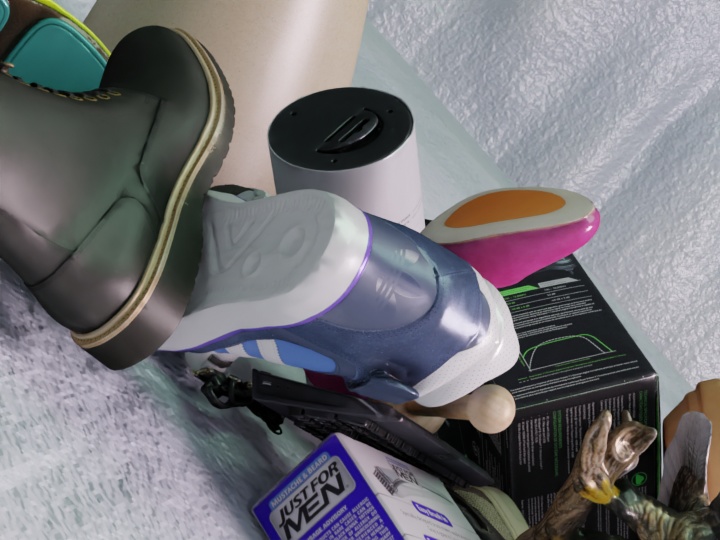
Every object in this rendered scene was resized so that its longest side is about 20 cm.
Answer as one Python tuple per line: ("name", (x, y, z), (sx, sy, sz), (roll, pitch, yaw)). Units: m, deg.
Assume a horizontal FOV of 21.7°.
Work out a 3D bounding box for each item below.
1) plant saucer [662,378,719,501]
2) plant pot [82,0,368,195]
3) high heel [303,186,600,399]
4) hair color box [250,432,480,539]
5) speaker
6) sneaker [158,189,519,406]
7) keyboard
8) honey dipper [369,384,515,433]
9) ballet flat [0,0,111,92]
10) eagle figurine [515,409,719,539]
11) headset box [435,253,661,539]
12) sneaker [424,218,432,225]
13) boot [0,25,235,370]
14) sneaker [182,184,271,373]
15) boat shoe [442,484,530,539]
("plant saucer", (0.193, 0.162, 1.065), (0.200, 0.037, 0.201), (-3, 90, -83))
("plant pot", (-0.068, -0.174, 1.183), (0.187, 0.201, 0.187), (24, 20, -9))
("high heel", (0.044, 0.020, 0.931), (0.067, 0.199, 0.096), (-41, 111, -52))
("hair color box", (0.041, 0.177, 0.876), (0.109, 0.065, 0.200), (31, 21, -55))
("speaker", (0.000, 0.000, 1.042), (0.081, 0.081, 0.201), (-120, -163, -49))
("sneaker", (-0.019, 0.023, 0.871), (0.146, 0.081, 0.200), (31, -21, -34))
("keyboard", (-0.012, 0.082, 0.957), (0.127, 0.021, 0.200), (14, -11, 21))
("honey dipper", (0.042, 0.067, 0.942), (0.038, 0.038, 0.200), (46, -12, -7))
("ballet flat", (-0.197, -0.135, 1.045), (0.200, 0.067, 0.067), (41, 10, -27))
("eagle figurine", (0.167, 0.170, 0.896), (0.200, 0.151, 0.152), (40, 4, 14))
("headset box", (0.103, 0.088, 1.152), (0.200, 0.092, 0.175), (-118, -161, -56))
("sneaker", (-0.009, -0.020, 1.272), (0.114, 0.077, 0.199), (20, 5, -39))
("boot", (-0.129, -0.072, 0.826), (0.138, 0.077, 0.200), (42, 29, -33))
("sneaker", (-0.104, -0.028, 1.014), (0.115, 0.075, 0.200), (40, 12, -18))
("boat shoe", (0.074, 0.185, 0.987), (0.066, 0.072, 0.201), (14, 28, -32))
